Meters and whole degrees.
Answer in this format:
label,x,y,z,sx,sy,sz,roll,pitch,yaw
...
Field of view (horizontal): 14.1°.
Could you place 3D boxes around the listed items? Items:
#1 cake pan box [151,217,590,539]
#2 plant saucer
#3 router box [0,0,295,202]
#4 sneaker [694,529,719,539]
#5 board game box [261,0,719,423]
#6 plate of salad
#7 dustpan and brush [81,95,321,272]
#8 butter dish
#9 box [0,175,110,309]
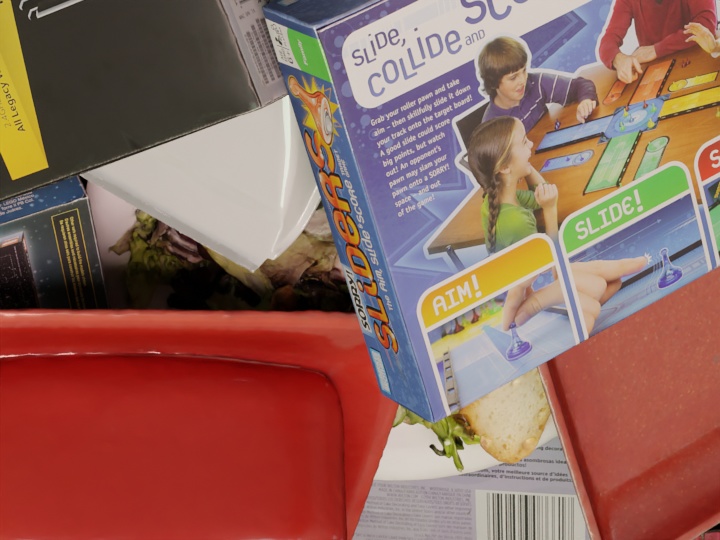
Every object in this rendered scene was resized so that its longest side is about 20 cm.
label,x,y,z,sx,sy,sz,roll,pitch,yaw
cake pan box,0.004,0.021,1.077,0.200,0.052,0.184,3,128,10
plant saucer,0.128,-0.027,0.975,0.200,0.037,0.200,-29,117,-21
router box,-0.120,-0.123,0.886,0.157,0.052,0.200,-17,98,26
sneaker,0.187,0.136,1.171,0.200,0.081,0.075,-28,151,34
board game box,0.078,-0.058,0.894,0.200,0.034,0.136,-27,117,-22
plate of salad,0.000,0.000,1.003,0.200,0.048,0.200,6,126,8
dustpan and brush,-0.045,-0.119,0.923,0.139,0.057,0.200,29,122,21
butter dish,-0.082,0.120,0.969,0.200,0.148,0.200,0,136,-19
box,-0.151,0.054,1.025,0.136,0.038,0.200,-18,136,-12
